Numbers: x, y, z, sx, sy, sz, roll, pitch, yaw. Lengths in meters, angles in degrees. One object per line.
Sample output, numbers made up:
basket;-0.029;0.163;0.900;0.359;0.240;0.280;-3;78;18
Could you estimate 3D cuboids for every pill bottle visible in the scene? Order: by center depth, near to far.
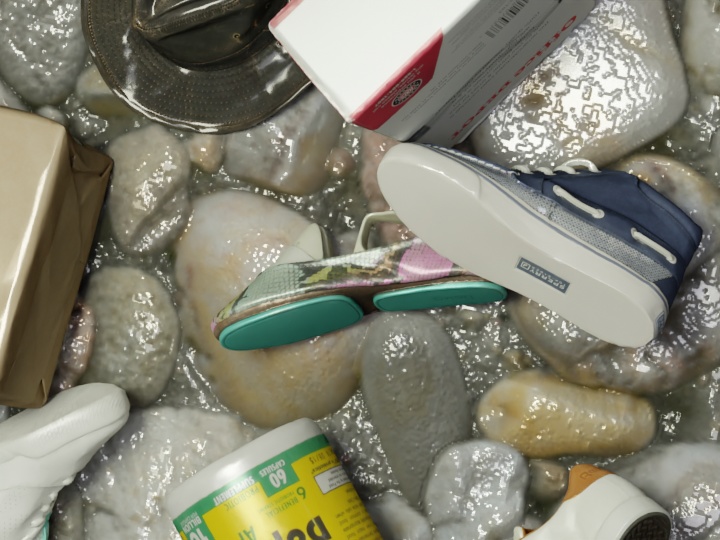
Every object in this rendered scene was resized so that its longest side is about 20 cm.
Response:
pill bottle;-0.030;0.204;1.572;0.113;0.113;0.200;-31;83;12

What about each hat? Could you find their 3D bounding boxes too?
hat;-0.099;-0.186;1.605;0.200;0.081;0.201;0;91;14

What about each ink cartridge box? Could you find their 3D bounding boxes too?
ink cartridge box;0.048;-0.155;1.509;0.145;0.200;0.083;-44;76;10

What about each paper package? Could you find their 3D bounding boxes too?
paper package;-0.288;-0.021;1.630;0.200;0.103;0.191;13;85;15

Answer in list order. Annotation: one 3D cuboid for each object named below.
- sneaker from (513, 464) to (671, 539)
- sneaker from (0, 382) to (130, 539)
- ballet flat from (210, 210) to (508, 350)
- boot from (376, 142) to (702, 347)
sneaker;0.120;0.213;1.569;0.085;0.073;0.200;40;107;42
sneaker;-0.225;0.149;1.651;0.200;0.075;0.089;-31;100;13
ballet flat;0.000;0.000;1.594;0.200;0.069;0.071;-12;69;10
boot;0.111;-0.037;1.542;0.200;0.073;0.090;33;55;-1
